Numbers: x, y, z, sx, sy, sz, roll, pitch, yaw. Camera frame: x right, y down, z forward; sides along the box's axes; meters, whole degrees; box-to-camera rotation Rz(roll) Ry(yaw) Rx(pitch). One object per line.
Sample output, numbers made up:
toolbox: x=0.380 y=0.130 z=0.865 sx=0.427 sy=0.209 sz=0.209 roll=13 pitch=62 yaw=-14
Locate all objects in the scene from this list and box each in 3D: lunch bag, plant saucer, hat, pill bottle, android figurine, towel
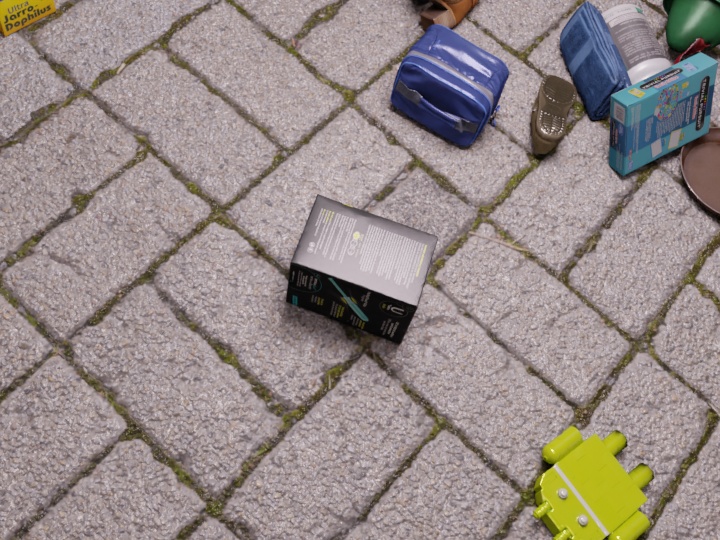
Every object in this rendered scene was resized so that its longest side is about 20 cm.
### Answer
lunch bag: x=0.159 y=-0.315 z=1.486 sx=0.198 sy=0.136 sz=0.133 roll=31 pitch=63 yaw=6
plant saucer: x=0.680 y=-0.174 z=1.557 sx=0.197 sy=0.035 sz=0.203 roll=3 pitch=64 yaw=-7
hat: x=0.623 y=-0.428 z=1.633 sx=0.165 sy=0.199 sz=0.178 roll=28 pitch=87 yaw=45
pill bottle: x=0.520 y=-0.394 z=1.597 sx=0.111 sy=0.113 sz=0.202 roll=-12 pitch=65 yaw=-14
android figurine: x=0.342 y=0.328 z=1.249 sx=0.198 sy=0.041 sz=0.183 roll=-28 pitch=71 yaw=-23
towel: x=0.435 y=-0.393 z=1.583 sx=0.048 sy=0.112 sz=0.203 roll=-4 pitch=63 yaw=-25

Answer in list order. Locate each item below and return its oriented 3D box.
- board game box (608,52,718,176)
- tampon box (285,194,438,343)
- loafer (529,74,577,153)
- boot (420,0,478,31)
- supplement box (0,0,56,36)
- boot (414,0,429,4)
board game box: x=0.540 y=-0.279 z=1.506 sx=0.198 sy=0.152 sz=0.047 roll=-26 pitch=45 yaw=-13
tampon box: x=0.000 y=0.000 z=1.295 sx=0.197 sy=0.150 sz=0.128 roll=20 pitch=63 yaw=1
loafer: x=0.346 y=-0.289 z=1.545 sx=0.075 sy=0.068 sz=0.201 roll=27 pitch=47 yaw=1
boot: x=0.172 y=-0.557 z=1.577 sx=0.154 sy=0.201 sz=0.074 roll=-41 pitch=60 yaw=-17
supplement box: x=-0.646 y=-0.535 z=1.481 sx=0.108 sy=0.110 sz=0.200 roll=-36 pitch=73 yaw=-23
boot: x=0.104 y=-0.651 z=1.638 sx=0.065 sy=0.165 sz=0.201 roll=-9 pitch=59 yaw=-49
